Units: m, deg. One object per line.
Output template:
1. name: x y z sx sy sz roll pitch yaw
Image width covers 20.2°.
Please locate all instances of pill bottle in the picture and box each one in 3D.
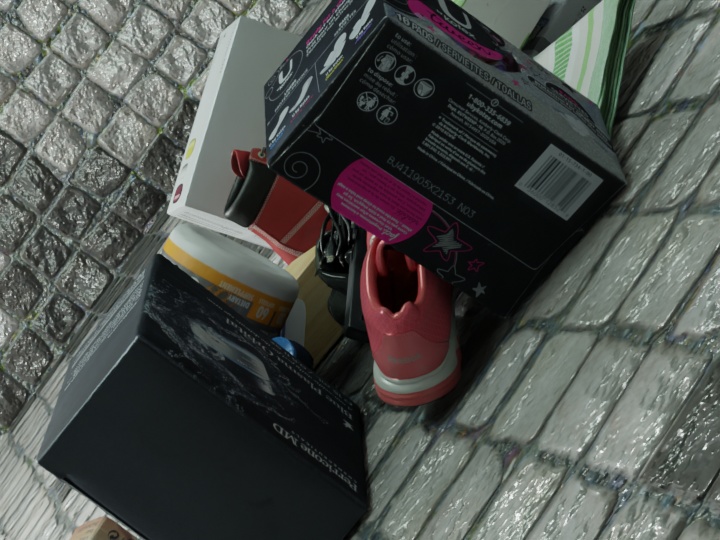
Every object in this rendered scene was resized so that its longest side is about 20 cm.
1. pill bottle: -0.139 0.074 1.618 0.201 0.116 0.116 -64 10 5

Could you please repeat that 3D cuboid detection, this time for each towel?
1. towel: 0.129 -0.110 1.476 0.200 0.023 0.154 -38 32 54

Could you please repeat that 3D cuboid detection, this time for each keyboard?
1. keyboard: 0.018 -0.030 1.476 0.040 0.103 0.201 88 -175 -45

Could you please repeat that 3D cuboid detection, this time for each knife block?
1. knife block: -0.083 0.083 1.751 0.176 0.064 0.200 -61 13 -26

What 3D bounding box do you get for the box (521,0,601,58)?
1. box: 0.137 -0.208 1.676 0.156 0.041 0.201 4 58 59

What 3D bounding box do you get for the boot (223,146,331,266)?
1. boot: -0.040 -0.104 1.927 0.201 0.144 0.072 -57 10 -21

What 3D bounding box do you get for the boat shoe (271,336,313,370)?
1. boat shoe: -0.091 0.141 1.566 0.201 0.068 0.084 -55 31 16

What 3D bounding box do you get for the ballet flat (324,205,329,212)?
1. ballet flat: 0.014 -0.136 1.847 0.067 0.063 0.201 -66 -6 -73

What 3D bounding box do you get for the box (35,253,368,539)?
1. box: -0.104 0.113 1.406 0.118 0.196 0.200 -50 12 12

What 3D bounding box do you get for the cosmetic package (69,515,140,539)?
1. cosmetic package: -0.241 0.311 1.659 0.201 0.087 0.103 -59 13 -25

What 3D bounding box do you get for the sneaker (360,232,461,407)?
1. sneaker: 0.036 -0.005 1.365 0.073 0.087 0.201 -10 41 8

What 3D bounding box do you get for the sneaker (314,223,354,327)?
1. sneaker: 0.000 0.000 1.583 0.067 0.090 0.200 -55 11 -13

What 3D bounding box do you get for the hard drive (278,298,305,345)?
1. hard drive: -0.121 0.112 1.696 0.199 0.025 0.133 -25 53 44

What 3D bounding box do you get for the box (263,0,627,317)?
1. box: 0.052 -0.090 1.309 0.132 0.199 0.115 -49 24 22

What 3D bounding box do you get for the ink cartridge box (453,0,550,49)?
1. ink cartridge box: 0.046 -0.176 1.633 0.199 0.067 0.117 -24 24 43

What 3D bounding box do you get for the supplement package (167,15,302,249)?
1. supplement package: -0.089 -0.132 2.044 0.111 0.155 0.202 170 117 -75
